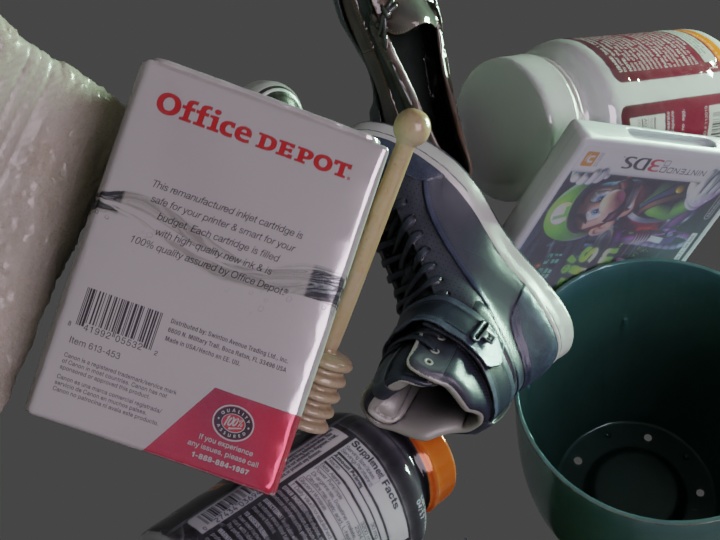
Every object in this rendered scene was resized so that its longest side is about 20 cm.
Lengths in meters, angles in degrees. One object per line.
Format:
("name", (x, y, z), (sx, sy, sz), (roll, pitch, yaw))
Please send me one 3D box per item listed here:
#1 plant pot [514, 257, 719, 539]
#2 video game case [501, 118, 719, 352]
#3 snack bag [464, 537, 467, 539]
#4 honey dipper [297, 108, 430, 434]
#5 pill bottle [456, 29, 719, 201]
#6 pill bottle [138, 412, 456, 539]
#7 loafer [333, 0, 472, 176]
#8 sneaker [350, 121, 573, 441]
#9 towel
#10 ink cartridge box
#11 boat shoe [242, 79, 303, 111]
("plant pot", (0.201, 0.120, 1.088), (0.201, 0.199, 0.162), (-48, 156, -26))
("video game case", (0.162, -0.014, 1.084), (0.180, 0.023, 0.201), (2, 132, -38))
("snack bag", (0.135, 0.296, 1.157), (0.187, 0.021, 0.203), (5, 89, -38))
("honey dipper", (0.000, 0.000, 0.933), (0.038, 0.038, 0.202), (14, 103, -38))
("pill bottle", (0.170, -0.108, 1.105), (0.198, 0.114, 0.116), (-10, 99, -38))
("pill bottle", (-0.031, 0.157, 0.962), (0.199, 0.106, 0.107), (-30, 110, -34))
("loafer", (0.034, -0.147, 1.025), (0.071, 0.063, 0.203), (-24, 107, -35))
("sneaker", (0.030, 0.010, 0.974), (0.203, 0.077, 0.146), (48, 49, 3))
("towel", (-0.213, -0.034, 0.852), (0.132, 0.034, 0.202), (35, 70, -36))
("ink cartridge box", (-0.084, 0.004, 0.875), (0.143, 0.084, 0.203), (19, 86, -4))
("boat shoe", (-0.057, -0.017, 0.958), (0.070, 0.063, 0.203), (10, 86, -38))
